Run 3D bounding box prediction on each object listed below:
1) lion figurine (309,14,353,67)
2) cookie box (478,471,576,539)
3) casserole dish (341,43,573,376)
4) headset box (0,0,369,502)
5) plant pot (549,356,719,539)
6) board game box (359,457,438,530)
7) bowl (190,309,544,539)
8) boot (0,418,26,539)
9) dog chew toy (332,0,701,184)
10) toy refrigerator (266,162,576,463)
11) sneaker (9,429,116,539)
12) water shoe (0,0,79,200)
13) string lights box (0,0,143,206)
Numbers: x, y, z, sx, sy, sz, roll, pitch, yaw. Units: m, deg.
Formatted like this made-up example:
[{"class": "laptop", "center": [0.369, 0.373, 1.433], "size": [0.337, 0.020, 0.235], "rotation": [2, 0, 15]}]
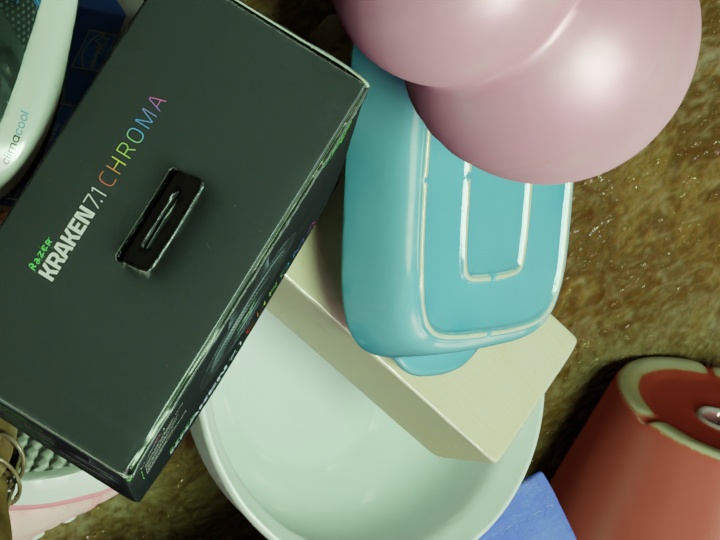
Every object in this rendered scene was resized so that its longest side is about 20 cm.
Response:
[{"class": "lion figurine", "center": [0.049, -0.074, 1.146], "size": [0.123, 0.072, 0.200], "rotation": [-64, 144, -28]}, {"class": "cookie box", "center": [0.005, 0.201, 1.287], "size": [0.171, 0.075, 0.200], "rotation": [-21, 167, -36]}, {"class": "casserole dish", "center": [0.050, -0.047, 1.062], "size": [0.121, 0.039, 0.201], "rotation": [-7, 106, -39]}, {"class": "headset box", "center": [-0.082, -0.009, 0.946], "size": [0.175, 0.093, 0.200], "rotation": [-58, 179, -10]}, {"class": "plant pot", "center": [0.194, 0.162, 1.450], "size": [0.200, 0.200, 0.178], "rotation": [-2, 119, -39]}, {"class": "board game box", "center": [-0.040, 0.169, 1.309], "size": [0.199, 0.026, 0.200], "rotation": [-25, 166, -20]}, {"class": "bowl", "center": [-0.013, 0.053, 1.201], "size": [0.200, 0.090, 0.202], "rotation": [4, 82, -31]}, {"class": "boot", "center": [-0.171, 0.092, 1.045], "size": [0.075, 0.200, 0.074], "rotation": [-18, 145, -29]}, {"class": "dog chew toy", "center": [0.045, -0.118, 0.929], "size": [0.125, 0.125, 0.200], "rotation": [-47, 131, 8]}, {"class": "toy refrigerator", "center": [0.000, 0.000, 1.126], "size": [0.200, 0.070, 0.076], "rotation": [41, 72, -20]}, {"class": "sneaker", "center": [-0.195, 0.120, 1.142], "size": [0.199, 0.075, 0.105], "rotation": [-14, 133, -22]}, {"class": "water shoe", "center": [-0.145, -0.127, 0.892], "size": [0.079, 0.201, 0.071], "rotation": [16, 159, -32]}, {"class": "string lights box", "center": [-0.187, -0.088, 0.971], "size": [0.199, 0.059, 0.103], "rotation": [6, 123, -44]}]
